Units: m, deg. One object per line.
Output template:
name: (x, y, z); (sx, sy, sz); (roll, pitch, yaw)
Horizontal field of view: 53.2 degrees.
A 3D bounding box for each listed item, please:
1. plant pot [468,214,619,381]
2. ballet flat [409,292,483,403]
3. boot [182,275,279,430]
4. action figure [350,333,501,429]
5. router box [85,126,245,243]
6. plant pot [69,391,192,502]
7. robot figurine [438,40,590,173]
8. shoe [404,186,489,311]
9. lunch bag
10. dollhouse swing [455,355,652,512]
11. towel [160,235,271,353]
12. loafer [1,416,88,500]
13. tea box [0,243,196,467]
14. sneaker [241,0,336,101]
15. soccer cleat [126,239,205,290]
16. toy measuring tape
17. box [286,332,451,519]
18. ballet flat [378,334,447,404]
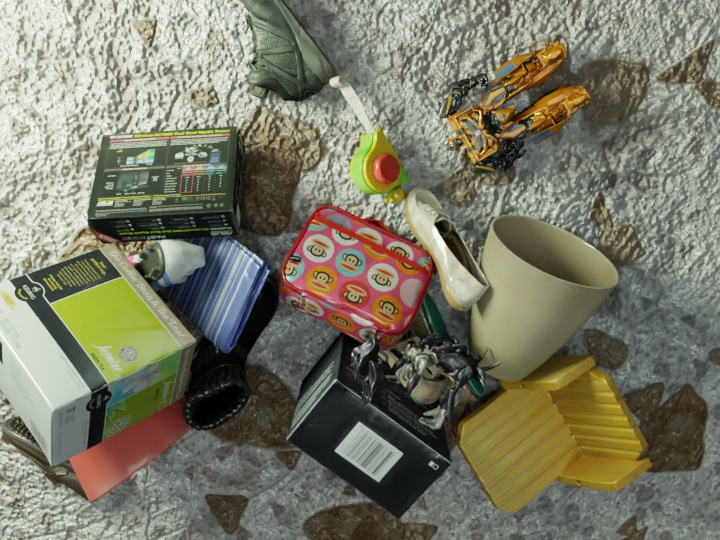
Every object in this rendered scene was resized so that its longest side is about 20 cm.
plant pot: (0.233, 0.053, 1.026); (0.187, 0.187, 0.200); (19, 118, -4)
ballet flat: (0.113, 0.122, 1.089); (0.065, 0.071, 0.200); (-26, 98, 23)
boot: (-0.181, 0.115, 1.036); (0.079, 0.158, 0.211); (27, 104, -18)
action figure: (0.086, 0.140, 0.960); (0.200, 0.119, 0.102); (4, 122, -25)
router box: (-0.264, -0.119, 0.993); (0.199, 0.062, 0.150); (-3, 59, 1)
plant pot: (-0.359, 0.205, 1.055); (0.200, 0.200, 0.177); (-37, 90, 8)
robot figurine: (0.210, -0.226, 1.008); (0.200, 0.058, 0.145); (-32, 100, 7)
shoe: (0.122, -0.041, 1.008); (0.053, 0.070, 0.200); (-47, 57, 43)
lunch bag: (0.000, 0.000, 1.022); (0.200, 0.082, 0.176); (25, 60, 3)
dollhouse swing: (0.278, 0.256, 1.056); (0.176, 0.182, 0.200); (-37, 103, -30)
towel: (-0.214, 0.009, 1.026); (0.200, 0.024, 0.145); (36, 106, 37)
loafer: (-0.481, 0.303, 1.129); (0.200, 0.073, 0.071); (35, 100, -7)
tea box: (-0.352, 0.100, 0.922); (0.200, 0.197, 0.134); (45, 137, 22)
sneaker: (-0.134, -0.314, 0.982); (0.114, 0.076, 0.200); (-37, 105, 2)
soccer cleat: (-0.288, 0.004, 1.029); (0.086, 0.200, 0.070); (-3, 81, -37)
toy measuring tape: (0.001, -0.171, 1.006); (0.073, 0.074, 0.200); (-31, 114, 7)
box: (0.014, 0.214, 1.038); (0.197, 0.200, 0.117); (37, 103, -7)
ballet flat: (0.055, 0.104, 1.057); (0.200, 0.068, 0.067); (46, 133, 11)
